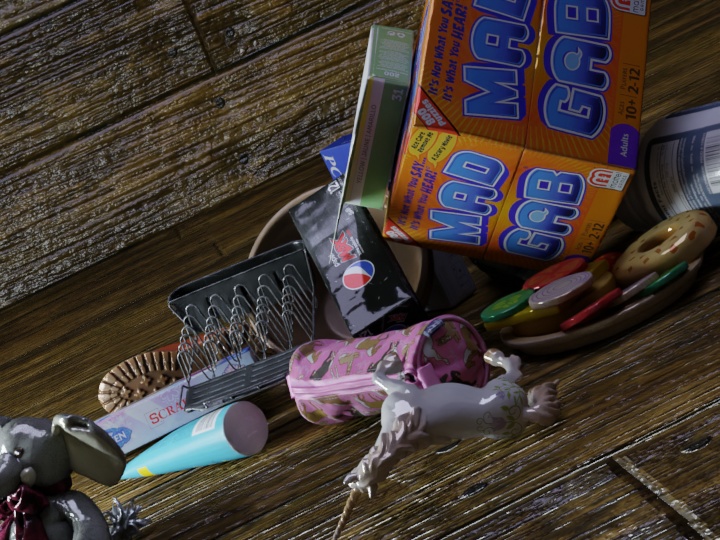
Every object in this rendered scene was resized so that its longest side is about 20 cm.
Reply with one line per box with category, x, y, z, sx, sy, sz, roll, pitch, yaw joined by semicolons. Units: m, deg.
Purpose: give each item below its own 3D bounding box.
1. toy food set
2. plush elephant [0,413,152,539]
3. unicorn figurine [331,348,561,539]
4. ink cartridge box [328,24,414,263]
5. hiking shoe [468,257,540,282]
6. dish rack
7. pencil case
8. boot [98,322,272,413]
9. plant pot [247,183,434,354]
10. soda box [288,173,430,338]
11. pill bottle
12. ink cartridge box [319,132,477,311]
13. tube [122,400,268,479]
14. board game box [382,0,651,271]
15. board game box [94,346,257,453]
toy food set;0.209;0.015;1.539;0.199;0.049;0.198;-16;14;40
plush elephant;-0.275;0.195;1.475;0.164;0.156;0.200;-16;14;42
unicorn figurine;0.057;0.111;1.327;0.199;0.074;0.138;-19;21;3
ink cartridge box;0.012;-0.117;1.639;0.048;0.146;0.201;9;37;-3
hiking shoe;0.136;-0.038;1.784;0.076;0.100;0.200;-60;15;-4
dish rack;-0.112;0.057;1.690;0.153;0.055;0.200;-23;25;10
pencil case;0.021;0.089;1.527;0.199;0.086;0.083;-13;49;52
boot;-0.198;0.113;1.978;0.199;0.076;0.107;-18;6;-8
plant pot;-0.013;0.019;1.804;0.200;0.202;0.093;-24;-29;9
soda box;0.000;0.000;1.678;0.071;0.063;0.200;-33;43;5
pill bottle;0.323;-0.092;1.609;0.119;0.120;0.200;-31;12;-32
ink cartridge box;0.040;-0.053;1.853;0.044;0.201;0.094;-34;14;-33
tube;-0.164;0.167;1.682;0.077;0.051;0.200;-23;1;-40
board game box;0.142;-0.142;1.621;0.198;0.201;0.200;11;-29;-2
board game box;-0.194;0.140;1.808;0.199;0.041;0.200;-26;0;-4
